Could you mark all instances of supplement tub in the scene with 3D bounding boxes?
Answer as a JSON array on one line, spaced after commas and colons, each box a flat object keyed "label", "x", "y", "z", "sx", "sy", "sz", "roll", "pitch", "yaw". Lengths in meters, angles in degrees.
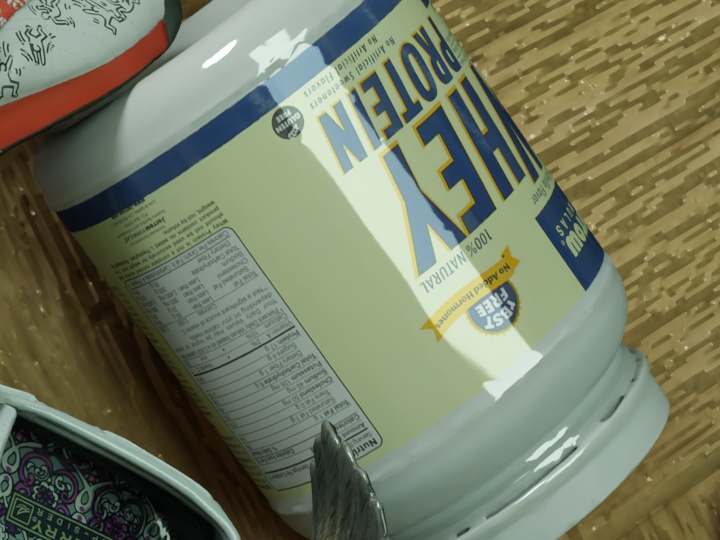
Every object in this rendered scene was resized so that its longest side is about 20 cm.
[{"label": "supplement tub", "x": 0.000, "y": 0.000, "z": 0.966, "sx": 0.145, "sy": 0.145, "sz": 0.201, "roll": -43, "pitch": 102, "yaw": -34}]

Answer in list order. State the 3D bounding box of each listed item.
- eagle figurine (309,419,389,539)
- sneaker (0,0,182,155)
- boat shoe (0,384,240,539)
[{"label": "eagle figurine", "x": -0.021, "y": 0.169, "z": 0.921, "sx": 0.151, "sy": 0.151, "sz": 0.201, "roll": -38, "pitch": 112, "yaw": -12}, {"label": "sneaker", "x": -0.135, "y": -0.088, "z": 0.873, "sx": 0.201, "sy": 0.067, "sz": 0.109, "roll": -38, "pitch": 113, "yaw": -47}, {"label": "boat shoe", "x": -0.121, "y": 0.054, "z": 0.825, "sx": 0.200, "sy": 0.071, "sz": 0.071, "roll": 25, "pitch": 65, "yaw": -29}]
